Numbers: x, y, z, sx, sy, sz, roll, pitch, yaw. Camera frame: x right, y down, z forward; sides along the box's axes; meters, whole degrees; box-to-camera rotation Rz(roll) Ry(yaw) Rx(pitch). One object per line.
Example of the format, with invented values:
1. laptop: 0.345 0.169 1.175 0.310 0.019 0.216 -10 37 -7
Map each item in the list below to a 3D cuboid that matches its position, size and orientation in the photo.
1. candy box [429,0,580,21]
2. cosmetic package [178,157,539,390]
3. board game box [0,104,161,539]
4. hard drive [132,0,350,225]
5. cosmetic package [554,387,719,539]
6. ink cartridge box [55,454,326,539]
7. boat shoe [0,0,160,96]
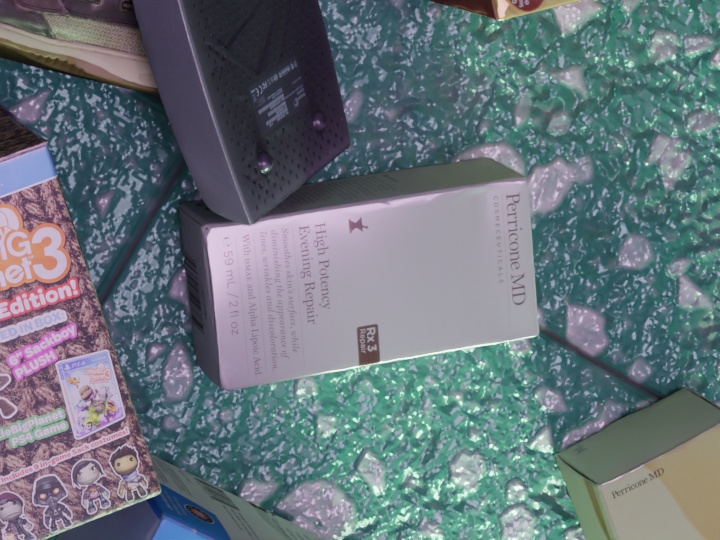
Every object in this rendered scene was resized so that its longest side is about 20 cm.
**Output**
1. candy box: 0.143 -0.196 1.344 0.199 0.115 0.056 -15 106 -15
2. cosmetic package: 0.000 0.000 1.363 0.199 0.074 0.102 -10 106 -15
3. board game box: -0.197 0.026 1.254 0.096 0.159 0.201 -21 107 -13
4. hard drive: -0.071 -0.139 1.287 0.135 0.042 0.201 -42 122 -53
5. cosmetic package: 0.209 0.189 1.476 0.105 0.071 0.201 -27 109 -11
6. ink cartridge box: -0.064 0.190 1.343 0.199 0.146 0.085 29 93 -21
7. boat shoe: -0.175 -0.146 1.275 0.200 0.072 0.066 15 88 -28
